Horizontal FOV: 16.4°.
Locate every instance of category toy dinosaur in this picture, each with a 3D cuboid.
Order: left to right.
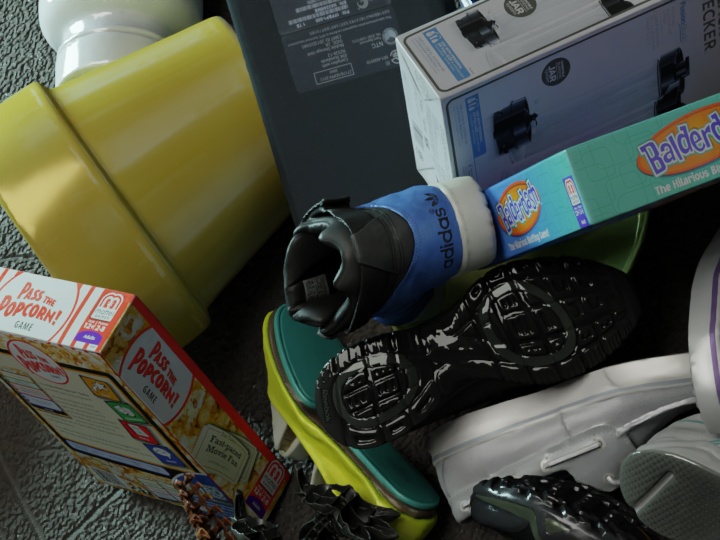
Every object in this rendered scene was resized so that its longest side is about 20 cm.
[{"bbox_3d":[-0.049,0.197,1.494,0.199,0.136,0.102,29,43,13],"label":"toy dinosaur"}]

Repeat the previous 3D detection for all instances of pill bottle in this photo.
[{"bbox_3d":[-0.171,-0.210,1.791,0.119,0.120,0.201,-18,58,29],"label":"pill bottle"}]

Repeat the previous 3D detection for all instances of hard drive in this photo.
[{"bbox_3d":[-0.001,-0.125,1.552,0.139,0.033,0.201,-13,99,23],"label":"hard drive"}]

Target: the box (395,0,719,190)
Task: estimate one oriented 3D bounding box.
[{"bbox_3d":[0.127,-0.119,1.473,0.199,0.117,0.060,-24,49,-12],"label":"box"}]

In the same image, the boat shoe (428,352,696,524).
[{"bbox_3d":[0.132,0.098,1.451,0.199,0.072,0.069,-19,78,21],"label":"boat shoe"}]

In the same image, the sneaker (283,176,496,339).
[{"bbox_3d":[0.000,-0.001,1.469,0.200,0.111,0.077,150,105,-73],"label":"sneaker"}]

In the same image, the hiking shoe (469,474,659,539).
[{"bbox_3d":[0.133,0.186,1.383,0.199,0.076,0.101,28,104,32],"label":"hiking shoe"}]

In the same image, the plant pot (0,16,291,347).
[{"bbox_3d":[-0.132,-0.063,1.652,0.188,0.201,0.201,-36,49,-2],"label":"plant pot"}]

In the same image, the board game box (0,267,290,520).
[{"bbox_3d":[-0.154,0.080,1.577,0.151,0.200,0.046,11,61,39],"label":"board game box"}]

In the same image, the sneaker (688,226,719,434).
[{"bbox_3d":[0.250,0.006,1.372,0.114,0.073,0.201,-1,47,30],"label":"sneaker"}]

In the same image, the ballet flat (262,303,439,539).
[{"bbox_3d":[-0.020,0.107,1.563,0.067,0.067,0.200,-59,46,26],"label":"ballet flat"}]

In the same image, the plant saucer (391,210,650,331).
[{"bbox_3d":[0.099,-0.025,1.557,0.199,0.031,0.201,-16,59,29],"label":"plant saucer"}]

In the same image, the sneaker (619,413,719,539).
[{"bbox_3d":[0.244,0.121,1.347,0.199,0.071,0.080,20,36,25],"label":"sneaker"}]

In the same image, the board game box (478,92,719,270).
[{"bbox_3d":[0.153,-0.055,1.383,0.151,0.200,0.045,-20,89,-17],"label":"board game box"}]

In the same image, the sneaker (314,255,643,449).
[{"bbox_3d":[0.071,0.044,1.470,0.199,0.091,0.076,-19,85,11],"label":"sneaker"}]

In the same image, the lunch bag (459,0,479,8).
[{"bbox_3d":[0.116,-0.218,1.575,0.135,0.133,0.201,-20,56,3],"label":"lunch bag"}]
